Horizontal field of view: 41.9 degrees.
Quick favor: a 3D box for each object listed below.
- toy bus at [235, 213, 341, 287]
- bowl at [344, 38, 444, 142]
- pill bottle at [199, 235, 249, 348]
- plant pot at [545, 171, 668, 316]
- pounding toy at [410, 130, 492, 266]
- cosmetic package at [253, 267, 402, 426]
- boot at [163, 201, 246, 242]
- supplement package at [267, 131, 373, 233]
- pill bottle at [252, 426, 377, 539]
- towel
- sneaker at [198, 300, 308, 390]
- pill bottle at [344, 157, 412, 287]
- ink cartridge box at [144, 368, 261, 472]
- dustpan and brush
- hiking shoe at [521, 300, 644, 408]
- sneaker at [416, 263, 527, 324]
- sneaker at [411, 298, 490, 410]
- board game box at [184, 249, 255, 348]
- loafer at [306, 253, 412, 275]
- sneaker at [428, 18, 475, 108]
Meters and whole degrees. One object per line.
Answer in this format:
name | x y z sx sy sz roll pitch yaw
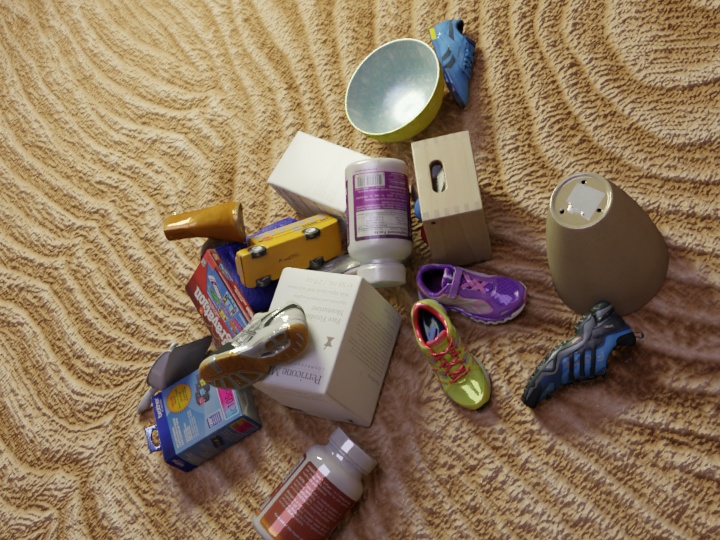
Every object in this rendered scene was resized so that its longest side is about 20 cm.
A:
toy bus | -0.126 -0.037 1.632 0.197 0.066 0.078 -21 29 -26
bowl | 0.080 -0.316 1.751 0.197 0.107 0.204 -14 62 26
pill bottle | -0.235 0.042 1.728 0.110 0.112 0.203 -21 56 16
plant pot | 0.353 -0.056 1.410 0.184 0.200 0.191 -12 58 21
pounding toy | 0.135 -0.123 1.591 0.139 0.185 0.203 -11 59 8
cosmetic package | -0.056 0.127 1.551 0.162 0.165 0.203 5 67 32
boot | -0.274 -0.077 1.646 0.141 0.201 0.072 -8 94 -8
supplement package | -0.051 -0.155 1.732 0.198 0.117 0.118 25 78 35
pill bottle | -0.067 0.350 1.470 0.201 0.112 0.112 -49 53 -4
towel | -0.167 -0.012 1.682 0.198 0.050 0.148 -26 65 -29
sneaker | -0.165 0.117 1.481 0.197 0.076 0.089 -25 37 15
pill bottle | 0.031 -0.077 1.570 0.110 0.112 0.205 -6 82 25
ink cartridge box | -0.286 0.259 1.662 0.198 0.076 0.138 -32 53 11
dustpan and brush | -0.358 0.196 1.726 0.057 0.139 0.203 33 110 18
hiking shoe | 0.323 0.142 1.397 0.087 0.074 0.201 43 104 10
sneaker | 0.172 0.030 1.531 0.197 0.089 0.082 7 66 30
sneaker | 0.133 0.132 1.478 0.078 0.090 0.202 -36 72 6
board game box | -0.231 0.074 1.614 0.201 0.019 0.103 55 129 23
loafer | 0.000 0.000 1.663 0.196 0.064 0.072 -15 29 4
sneaker | 0.185 -0.397 1.770 0.077 0.066 0.203 -19 56 13
